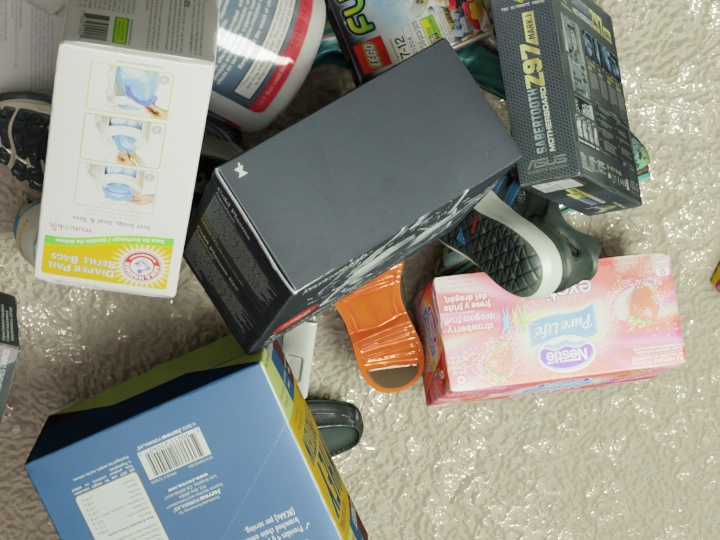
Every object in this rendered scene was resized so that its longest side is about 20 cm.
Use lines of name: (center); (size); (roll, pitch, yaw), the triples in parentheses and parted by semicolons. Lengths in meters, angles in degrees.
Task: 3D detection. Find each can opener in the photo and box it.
can opener: (-0.058, 0.020, 1.549); (0.052, 0.066, 0.201); (13, 106, 10)

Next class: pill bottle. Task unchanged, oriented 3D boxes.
pill bottle: (-0.137, -0.192, 1.381); (0.199, 0.120, 0.120); (26, 105, -24)

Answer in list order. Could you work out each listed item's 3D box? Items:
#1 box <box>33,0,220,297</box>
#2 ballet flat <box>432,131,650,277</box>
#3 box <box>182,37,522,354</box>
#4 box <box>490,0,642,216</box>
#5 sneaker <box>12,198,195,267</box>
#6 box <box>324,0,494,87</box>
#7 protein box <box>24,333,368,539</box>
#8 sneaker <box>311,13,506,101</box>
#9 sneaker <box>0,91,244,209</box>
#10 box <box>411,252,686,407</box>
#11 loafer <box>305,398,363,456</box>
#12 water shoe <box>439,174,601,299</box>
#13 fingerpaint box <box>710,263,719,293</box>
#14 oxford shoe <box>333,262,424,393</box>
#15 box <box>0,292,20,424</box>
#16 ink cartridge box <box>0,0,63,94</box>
box: (-0.160, -0.095, 1.310); (0.101, 0.113, 0.201); (8, 128, -8)
ballet flat: (0.137, -0.063, 1.563); (0.199, 0.074, 0.074); (-28, 115, -1)
box: (-0.013, -0.049, 1.376); (0.200, 0.182, 0.104); (-32, 83, -19)
box: (0.154, -0.130, 1.432); (0.051, 0.200, 0.159); (-10, 82, 19)
sneaker: (-0.172, -0.047, 1.497); (0.199, 0.081, 0.077); (-12, 114, -28)
box: (0.011, -0.247, 1.425); (0.110, 0.035, 0.201); (-23, 91, -5)
protein box: (-0.121, 0.179, 1.486); (0.198, 0.135, 0.201); (-24, 102, 4)
sneaker: (0.040, -0.159, 1.480); (0.199, 0.078, 0.080); (15, 78, -8)
sneaker: (-0.182, -0.102, 1.437); (0.199, 0.087, 0.078); (12, 135, -12)
box: (0.151, 0.048, 1.563); (0.199, 0.103, 0.095); (-6, 80, -11)
loafer: (-0.091, 0.160, 1.591); (0.200, 0.071, 0.068); (-15, 137, -4)
water shoe: (0.109, -0.043, 1.500); (0.079, 0.200, 0.072); (-7, 130, -31)
fingerpaint box: (0.426, -0.018, 1.626); (0.199, 0.073, 0.167); (19, 107, -18)
oxford shoe: (0.000, 0.000, 1.546); (0.071, 0.073, 0.201); (-14, 118, -4)
box: (-0.373, 0.072, 1.484); (0.199, 0.106, 0.123); (12, 109, -15)
ink cartridge box: (-0.196, -0.198, 1.454); (0.199, 0.047, 0.161); (-7, 114, -27)
